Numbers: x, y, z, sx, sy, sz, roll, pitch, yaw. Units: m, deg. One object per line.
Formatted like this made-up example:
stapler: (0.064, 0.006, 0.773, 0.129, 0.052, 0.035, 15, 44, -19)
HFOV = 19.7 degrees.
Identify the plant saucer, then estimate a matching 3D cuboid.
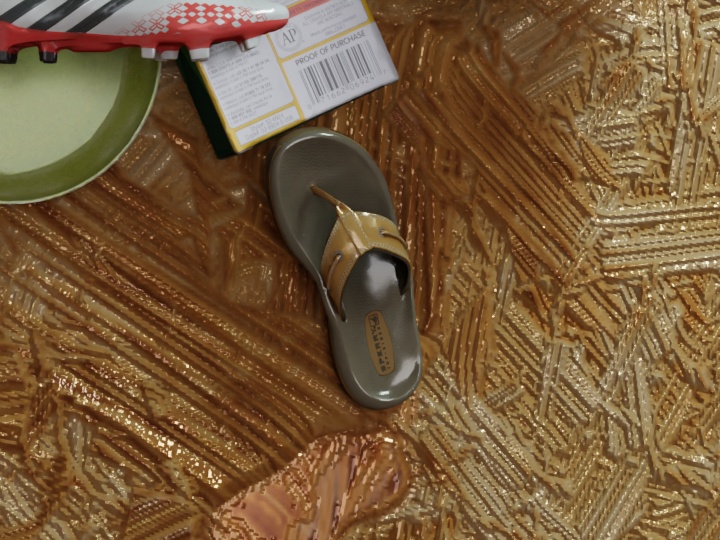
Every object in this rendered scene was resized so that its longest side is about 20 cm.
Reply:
plant saucer: (-0.225, -0.141, 1.311, 0.198, 0.031, 0.202, 1, 88, -20)

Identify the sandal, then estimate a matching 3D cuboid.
sandal: (0.000, 0.000, 1.357, 0.080, 0.054, 0.202, -22, 105, -17)

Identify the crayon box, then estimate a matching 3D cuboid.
crayon box: (-0.073, -0.190, 1.355, 0.125, 0.052, 0.201, -25, 97, -18)

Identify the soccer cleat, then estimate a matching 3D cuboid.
soccer cleat: (-0.143, -0.171, 1.277, 0.198, 0.069, 0.086, -2, 94, -4)
